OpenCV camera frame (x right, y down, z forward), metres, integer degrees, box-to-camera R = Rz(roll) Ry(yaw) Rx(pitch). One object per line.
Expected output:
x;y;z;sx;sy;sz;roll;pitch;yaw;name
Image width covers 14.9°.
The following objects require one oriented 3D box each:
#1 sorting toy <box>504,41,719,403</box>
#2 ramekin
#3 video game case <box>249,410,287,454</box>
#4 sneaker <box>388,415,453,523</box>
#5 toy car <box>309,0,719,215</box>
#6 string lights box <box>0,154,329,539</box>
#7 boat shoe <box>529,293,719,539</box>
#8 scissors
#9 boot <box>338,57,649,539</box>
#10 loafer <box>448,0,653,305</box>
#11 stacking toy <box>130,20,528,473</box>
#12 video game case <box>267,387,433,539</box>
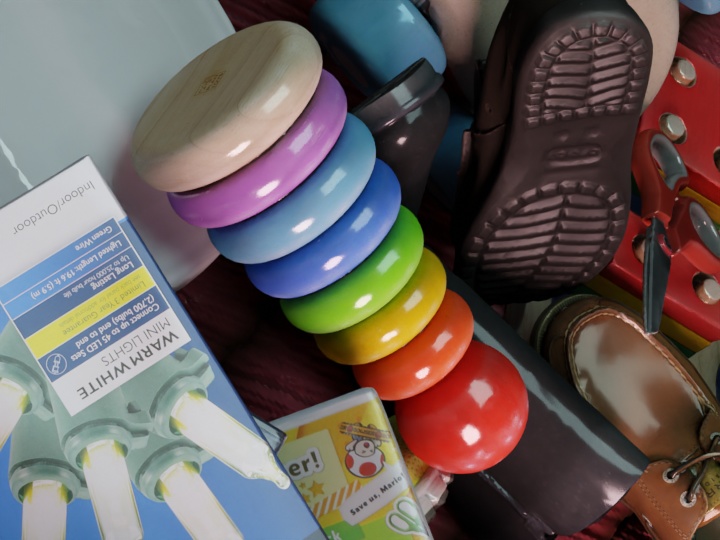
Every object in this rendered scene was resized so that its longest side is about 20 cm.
0.181;-0.001;1.328;0.199;0.070;0.200;30;50;-19;sorting toy
-0.148;-0.059;1.102;0.202;0.094;0.203;18;55;-28;ramekin
-0.134;0.110;0.990;0.143;0.019;0.200;32;75;-10;video game case
-0.040;0.101;1.102;0.090;0.078;0.200;50;47;3;sneaker
0.044;-0.158;1.284;0.200;0.184;0.177;42;-8;44;toy car
-0.089;0.073;0.967;0.103;0.059;0.200;-33;93;-17;string lights box
0.152;0.093;1.220;0.072;0.068;0.200;-39;101;-14;boat shoe
0.125;-0.019;1.183;0.073;0.014;0.200;63;20;-2;scissors
0.045;0.022;1.153;0.066;0.165;0.200;-39;91;-31;boot
0.081;-0.060;1.181;0.073;0.200;0.071;-1;52;-15;loafer
0.000;0.000;1.079;0.200;0.085;0.085;51;44;-25;stacking toy
-0.057;0.160;1.018;0.200;0.023;0.182;-20;75;-4;video game case
